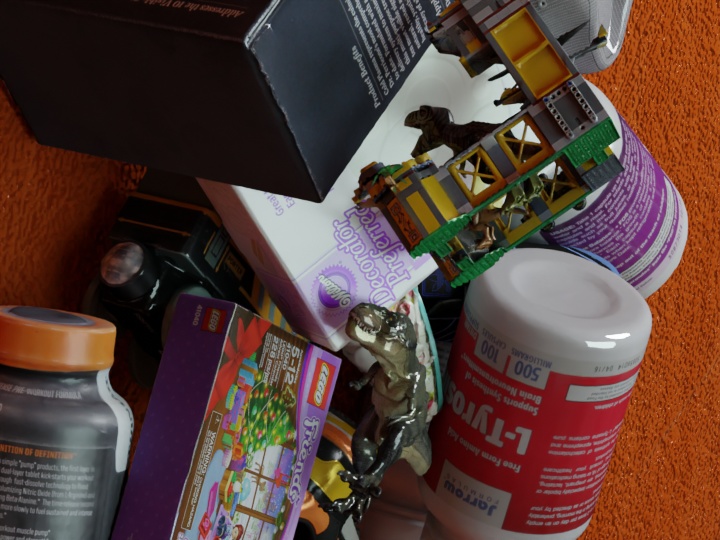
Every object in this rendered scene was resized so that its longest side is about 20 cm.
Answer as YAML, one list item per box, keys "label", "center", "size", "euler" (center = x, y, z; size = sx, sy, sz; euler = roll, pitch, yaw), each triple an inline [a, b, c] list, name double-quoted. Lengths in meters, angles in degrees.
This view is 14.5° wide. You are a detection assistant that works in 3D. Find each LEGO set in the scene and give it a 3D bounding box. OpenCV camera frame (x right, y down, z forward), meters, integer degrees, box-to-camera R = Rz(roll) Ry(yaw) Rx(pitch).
- label: "LEGO set"
  center: [0.057, -0.080, 1.484]
  size: [0.154, 0.116, 0.200]
  euler: [-36, 168, 13]

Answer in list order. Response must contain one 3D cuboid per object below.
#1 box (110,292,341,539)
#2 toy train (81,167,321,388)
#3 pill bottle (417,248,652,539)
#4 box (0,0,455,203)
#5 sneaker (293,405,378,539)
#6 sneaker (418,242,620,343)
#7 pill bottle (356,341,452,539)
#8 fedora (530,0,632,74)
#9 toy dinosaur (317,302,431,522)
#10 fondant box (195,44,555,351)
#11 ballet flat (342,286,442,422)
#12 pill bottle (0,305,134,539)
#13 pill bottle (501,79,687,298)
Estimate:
- label: "box"
  center: [-0.079, 0.125, 1.553]
  size: [0.137, 0.039, 0.200]
  euler: [30, 73, -62]
- label: "toy train"
  center: [-0.083, 0.023, 1.641]
  size: [0.114, 0.085, 0.200]
  euler: [-63, 144, -19]
- label: "pill bottle"
  center: [0.098, 0.097, 1.715]
  size: [0.112, 0.112, 0.200]
  euler: [-22, 134, -51]
- label: "box"
  center: [-0.069, -0.159, 1.500]
  size: [0.197, 0.200, 0.124]
  euler: [-55, 140, -29]
- label: "sneaker"
  center: [-0.045, 0.164, 1.722]
  size: [0.090, 0.070, 0.200]
  euler: [-47, 163, -33]
- label: "sneaker"
  center: [0.068, 0.014, 1.757]
  size: [0.078, 0.200, 0.070]
  euler: [102, -14, -81]
- label: "pill bottle"
  center: [0.058, 0.096, 1.846]
  size: [0.113, 0.113, 0.200]
  euler: [24, 81, -56]
- label: "fedora"
  center: [0.126, -0.195, 1.849]
  size: [0.177, 0.090, 0.200]
  euler: [-27, 119, -61]
- label: "toy dinosaur"
  center: [0.014, 0.096, 1.609]
  size: [0.088, 0.047, 0.200]
  euler: [-59, 160, -23]
- label: "fondant box"
  center: [0.014, -0.074, 1.583]
  size: [0.200, 0.058, 0.144]
  euler: [-39, 117, -15]
- label: "ballet flat"
  center: [0.000, 0.000, 1.668]
  size: [0.064, 0.076, 0.200]
  euler: [-16, 106, -21]
- label: "pill bottle"
  center: [-0.178, 0.121, 1.516]
  size: [0.106, 0.106, 0.200]
  euler: [0, 101, -55]
- label: "pill bottle"
  center: [0.129, -0.060, 1.829]
  size: [0.200, 0.112, 0.112]
  euler: [45, 64, -54]
